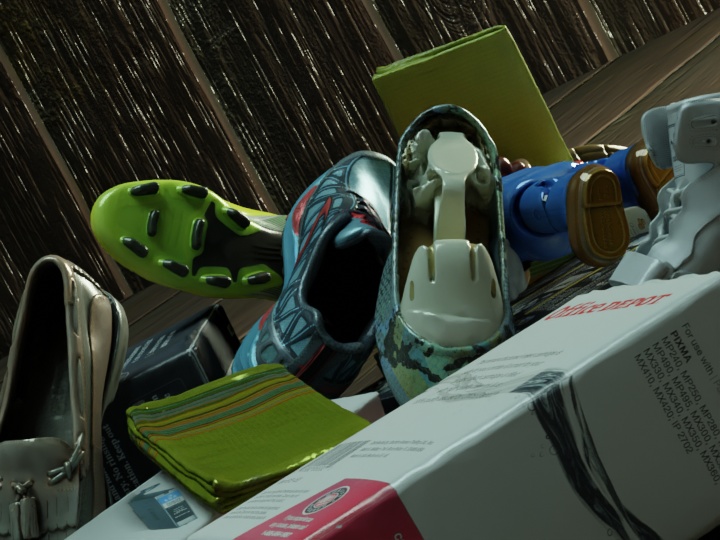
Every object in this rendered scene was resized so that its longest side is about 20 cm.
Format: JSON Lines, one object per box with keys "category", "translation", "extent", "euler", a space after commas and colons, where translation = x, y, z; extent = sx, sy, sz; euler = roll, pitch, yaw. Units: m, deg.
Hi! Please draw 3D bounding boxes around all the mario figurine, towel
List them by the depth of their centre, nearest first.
{"category": "towel", "translation": [-0.053, 0.075, 1.246], "extent": [0.086, 0.018, 0.200], "euler": [-21, 12, -13]}
{"category": "mario figurine", "translation": [0.100, -0.018, 1.426], "extent": [0.123, 0.106, 0.200], "euler": [16, -9, -29]}
{"category": "towel", "translation": [0.086, -0.048, 1.514], "extent": [0.086, 0.200, 0.018], "euler": [-20, 30, 17]}

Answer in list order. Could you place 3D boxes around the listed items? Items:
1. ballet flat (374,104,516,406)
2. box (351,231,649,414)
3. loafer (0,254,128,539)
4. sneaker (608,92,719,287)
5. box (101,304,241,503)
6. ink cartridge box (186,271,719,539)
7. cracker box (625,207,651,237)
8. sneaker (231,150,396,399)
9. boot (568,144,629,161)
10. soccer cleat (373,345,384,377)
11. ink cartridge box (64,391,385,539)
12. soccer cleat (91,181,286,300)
{"category": "ballet flat", "translation": [0.042, -0.007, 1.306], "extent": [0.074, 0.074, 0.200], "euler": [-26, 41, 20]}
{"category": "box", "translation": [0.098, 0.039, 1.411], "extent": [0.200, 0.049, 0.161], "euler": [-31, 8, -28]}
{"category": "loafer", "translation": [-0.165, 0.086, 1.343], "extent": [0.072, 0.063, 0.200], "euler": [-7, 56, 18]}
{"category": "sneaker", "translation": [0.154, -0.017, 1.300], "extent": [0.200, 0.115, 0.075], "euler": [-29, 5, -10]}
{"category": "box", "translation": [-0.148, 0.123, 1.490], "extent": [0.200, 0.117, 0.197], "euler": [-27, 5, 5]}
{"category": "ink cartridge box", "translation": [0.052, 0.087, 1.001], "extent": [0.200, 0.084, 0.145], "euler": [-31, 6, -18]}
{"category": "cracker box", "translation": [0.218, -0.045, 1.547], "extent": [0.134, 0.058, 0.200], "euler": [-31, 5, -23]}
{"category": "sneaker", "translation": [0.000, 0.000, 1.473], "extent": [0.096, 0.079, 0.200], "euler": [-45, 19, 45]}
{"category": "boot", "translation": [0.105, -0.015, 1.736], "extent": [0.200, 0.072, 0.155], "euler": [-11, -18, -27]}
{"category": "soccer cleat", "translation": [0.051, 0.038, 1.577], "extent": [0.084, 0.065, 0.200], "euler": [-25, 5, 8]}
{"category": "ink cartridge box", "translation": [-0.036, 0.113, 1.237], "extent": [0.176, 0.045, 0.200], "euler": [-11, 14, 34]}
{"category": "soccer cleat", "translation": [-0.076, -0.008, 1.563], "extent": [0.200, 0.065, 0.084], "euler": [9, -15, -32]}
